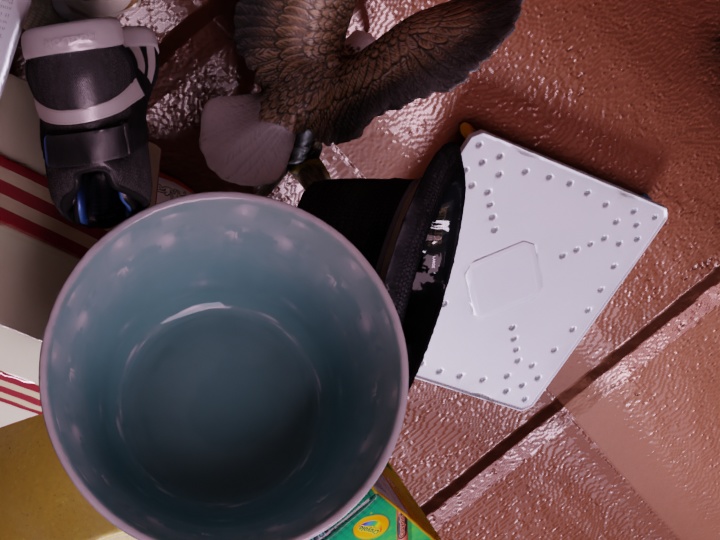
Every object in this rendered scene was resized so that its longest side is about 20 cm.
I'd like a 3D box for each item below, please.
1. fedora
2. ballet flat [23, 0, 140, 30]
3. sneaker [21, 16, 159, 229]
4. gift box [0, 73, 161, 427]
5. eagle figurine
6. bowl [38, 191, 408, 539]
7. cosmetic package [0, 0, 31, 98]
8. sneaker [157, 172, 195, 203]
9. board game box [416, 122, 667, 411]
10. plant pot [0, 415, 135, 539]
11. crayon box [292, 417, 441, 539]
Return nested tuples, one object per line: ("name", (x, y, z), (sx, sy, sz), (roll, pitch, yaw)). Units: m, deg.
("fedora", (0.000, 0.000, 1.280), (0.091, 0.201, 0.201), (15, 124, 9))
("ballet flat", (-0.129, -0.181, 1.151), (0.067, 0.063, 0.200), (19, 133, -38))
("sneaker", (-0.150, -0.080, 1.177), (0.073, 0.200, 0.113), (-7, 94, 2))
("gift box", (-0.253, -0.006, 1.249), (0.199, 0.185, 0.186), (-24, 143, 37))
("eagle figurine", (-0.010, -0.140, 1.332), (0.151, 0.151, 0.200), (17, 127, -23))
("bowl", (-0.076, 0.067, 1.165), (0.200, 0.202, 0.105), (-21, 168, -10))
("cosmetic package", (-0.214, -0.186, 1.095), (0.101, 0.072, 0.200), (13, 136, -17))
("sneaker", (-0.105, 0.009, 1.403), (0.067, 0.108, 0.201), (-44, 131, 10))
("board game box", (0.102, 0.000, 1.553), (0.199, 0.026, 0.200), (19, 115, -35))
("plant pot", (-0.187, 0.171, 1.463), (0.199, 0.142, 0.201), (-13, 129, -17))
("crayon box", (-0.035, 0.103, 1.288), (0.058, 0.200, 0.119), (-39, 145, 3))
